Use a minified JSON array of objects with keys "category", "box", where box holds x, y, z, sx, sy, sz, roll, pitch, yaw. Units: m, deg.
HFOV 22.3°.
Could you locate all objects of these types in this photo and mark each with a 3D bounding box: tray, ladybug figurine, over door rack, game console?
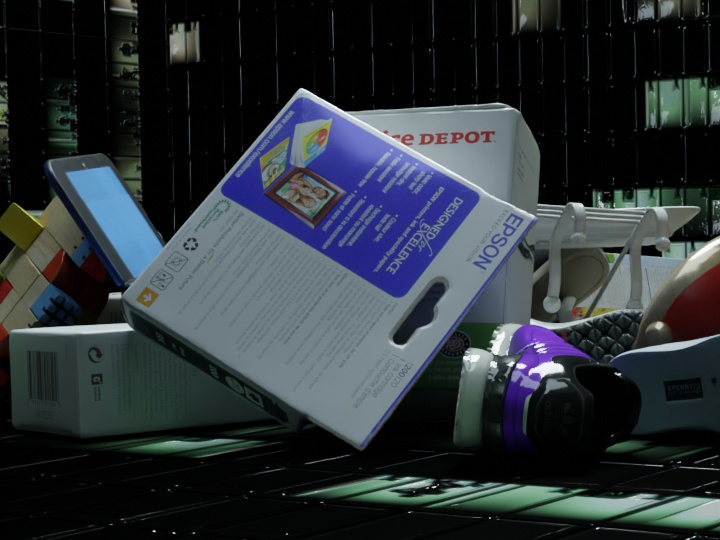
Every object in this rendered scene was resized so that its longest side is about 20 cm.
[{"category":"tray","box":[0.160,-0.031,1.444,0.199,0.022,0.107,-2,-6,-5]},{"category":"ladybug figurine","box":[0.267,0.040,1.273,0.199,0.136,0.072,-12,32,-44]},{"category":"over door rack","box":[0.135,0.013,1.403,0.147,0.067,0.200,4,-26,-15]},{"category":"game console","box":[-0.132,-0.031,1.384,0.170,0.119,0.200,-2,6,5]}]

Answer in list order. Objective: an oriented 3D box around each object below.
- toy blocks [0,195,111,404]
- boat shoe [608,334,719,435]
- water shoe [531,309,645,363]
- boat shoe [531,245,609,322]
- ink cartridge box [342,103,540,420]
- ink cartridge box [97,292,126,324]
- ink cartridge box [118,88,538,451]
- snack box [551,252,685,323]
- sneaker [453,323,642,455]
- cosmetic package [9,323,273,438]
[{"category":"toy blocks","box":[-0.250,0.033,1.439,0.100,0.200,0.137,38,0,-31]},{"category":"boat shoe","box":[0.241,0.066,1.108,0.091,0.071,0.200,-7,2,-31]},{"category":"water shoe","box":[0.140,0.076,1.368,0.199,0.072,0.079,-3,-27,12]},{"category":"boat shoe","box":[0.119,0.025,1.544,0.200,0.063,0.073,-34,-50,19]},{"category":"ink cartridge box","box":[0.043,-0.004,1.258,0.145,0.201,0.084,0,-20,19]},{"category":"ink cartridge box","box":[-0.118,0.058,1.545,0.199,0.084,0.144,-1,2,27]},{"category":"ink cartridge box","box":[-0.019,0.002,1.179,0.199,0.198,0.043,30,-22,24]},{"category":"snack box","box":[0.200,0.035,1.668,0.199,0.068,0.168,2,-14,-37]},{"category":"sneaker","box":[0.120,0.077,1.093,0.099,0.070,0.200,6,7,14]},{"category":"cosmetic package","box":[-0.132,0.071,1.273,0.199,0.072,0.101,-3,1,-36]}]
